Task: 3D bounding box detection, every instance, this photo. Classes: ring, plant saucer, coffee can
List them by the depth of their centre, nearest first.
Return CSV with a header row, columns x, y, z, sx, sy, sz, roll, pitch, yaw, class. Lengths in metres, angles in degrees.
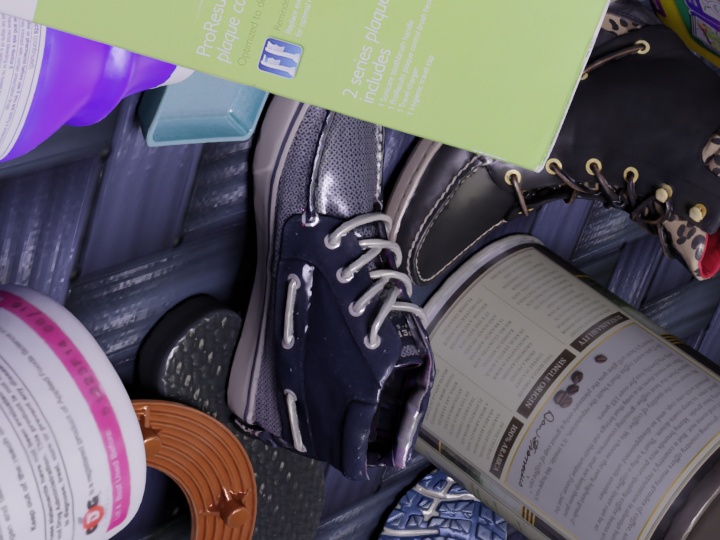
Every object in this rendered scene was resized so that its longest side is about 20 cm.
x,y,z,sx,sy,sz,roll,pitch,yaw,class
-0.037,-0.143,0.843,0.070,0.019,0.200,-9,130,-53,plant saucer
-0.133,0.146,0.967,0.200,0.019,0.201,-22,134,-25,ring
0.133,0.092,1.169,0.146,0.200,0.146,-38,149,-28,coffee can

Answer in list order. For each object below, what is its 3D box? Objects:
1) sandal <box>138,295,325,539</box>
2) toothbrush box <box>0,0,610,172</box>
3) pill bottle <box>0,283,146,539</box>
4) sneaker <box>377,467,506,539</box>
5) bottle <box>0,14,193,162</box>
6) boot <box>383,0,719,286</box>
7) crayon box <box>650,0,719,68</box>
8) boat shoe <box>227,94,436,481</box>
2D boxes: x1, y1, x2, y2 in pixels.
x,y,z,sx,sy,sz,roll,pitch,yaw,class
-0.066,0.085,1.034,0.075,0.048,0.201,-38,136,-24,sandal
-0.026,-0.123,0.640,0.146,0.200,0.086,-88,-164,-60,toothbrush box
-0.189,0.092,0.770,0.200,0.113,0.113,-29,144,-39,pill bottle
0.033,0.210,1.299,0.085,0.077,0.200,-161,-88,-87,sneaker
-0.137,-0.077,0.711,0.200,0.065,0.084,-17,136,-49,bottle
0.119,-0.044,1.048,0.200,0.151,0.073,-46,151,-15,boot
0.222,-0.146,1.068,0.058,0.173,0.200,-51,152,-5,crayon box
0.000,0.000,0.945,0.075,0.093,0.200,-14,121,-44,boat shoe
